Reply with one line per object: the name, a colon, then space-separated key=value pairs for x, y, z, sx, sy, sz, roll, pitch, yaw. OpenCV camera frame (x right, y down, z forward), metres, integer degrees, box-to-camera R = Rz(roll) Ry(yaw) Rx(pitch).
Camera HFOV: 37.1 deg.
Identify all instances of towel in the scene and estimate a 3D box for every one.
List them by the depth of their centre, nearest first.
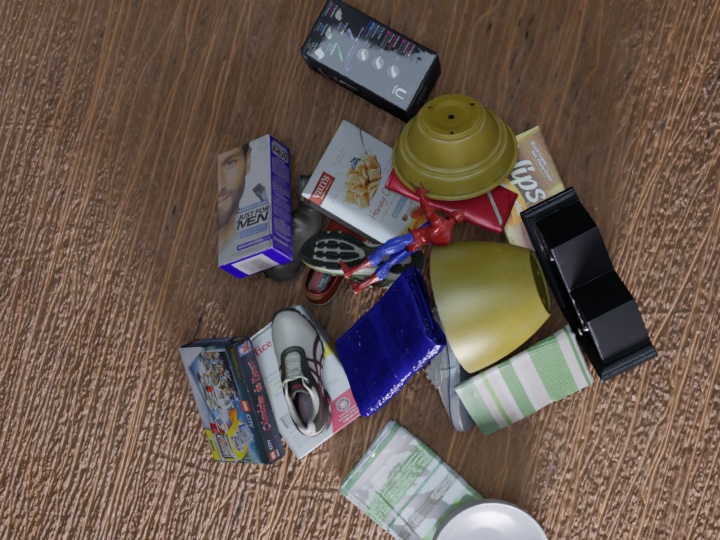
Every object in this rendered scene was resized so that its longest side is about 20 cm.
towel: x=0.039 y=0.108 z=1.614 sx=0.200 sy=0.049 sz=0.149 roll=-49 pitch=44 yaw=34
towel: x=0.254 y=0.173 z=1.656 sx=0.198 sy=0.153 sz=0.024 roll=-28 pitch=45 yaw=5
towel: x=0.082 y=0.358 z=1.717 sx=0.199 sy=0.031 sz=0.150 roll=39 pitch=94 yaw=7

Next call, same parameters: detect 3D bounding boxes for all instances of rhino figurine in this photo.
rhino figurine: x=-0.110 y=-0.073 z=1.744 sx=0.087 sy=0.060 sz=0.202 roll=31 pitch=91 yaw=11

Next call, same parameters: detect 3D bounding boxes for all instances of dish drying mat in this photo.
dish drying mat: x=0.142 y=-0.126 z=1.673 sx=0.198 sy=0.018 sz=0.078 roll=24 pitch=76 yaw=10

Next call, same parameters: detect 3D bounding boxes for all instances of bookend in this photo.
bookend: x=0.333 y=0.019 z=1.574 sx=0.091 sy=0.201 sz=0.200 roll=-26 pitch=122 yaw=5

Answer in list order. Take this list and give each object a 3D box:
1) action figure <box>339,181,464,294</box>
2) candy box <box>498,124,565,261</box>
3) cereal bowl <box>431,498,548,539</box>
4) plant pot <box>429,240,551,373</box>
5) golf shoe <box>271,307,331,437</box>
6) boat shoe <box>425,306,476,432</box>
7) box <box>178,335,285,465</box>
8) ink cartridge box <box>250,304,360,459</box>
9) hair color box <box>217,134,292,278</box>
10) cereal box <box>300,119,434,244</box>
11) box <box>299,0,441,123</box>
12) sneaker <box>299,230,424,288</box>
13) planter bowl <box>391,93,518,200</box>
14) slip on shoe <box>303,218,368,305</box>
action figure: x=0.060 y=-0.054 z=1.606 sx=0.198 sy=0.066 sz=0.100 roll=-27 pitch=44 yaw=3
candy box: x=0.267 y=-0.113 z=1.697 sx=0.114 sy=0.055 sz=0.203 roll=-22 pitch=85 yaw=6
cereal bowl: x=0.198 y=0.450 z=1.665 sx=0.196 sy=0.083 sz=0.204 roll=0 pitch=93 yaw=-1
plant pot: x=0.206 y=0.039 z=1.614 sx=0.140 sy=0.200 sz=0.203 roll=-17 pitch=86 yaw=19
golf shoe: x=-0.090 y=0.153 z=1.635 sx=0.076 sy=0.088 sz=0.203 roll=-17 pitch=84 yaw=6
boat shoe: x=0.138 y=0.155 z=1.706 sx=0.069 sy=0.071 sz=0.204 roll=-8 pitch=91 yaw=34
box: x=-0.204 y=0.207 z=1.698 sx=0.135 sy=0.038 sz=0.203 roll=-6 pitch=105 yaw=41
ink cartridge box: x=-0.093 y=0.175 z=1.720 sx=0.144 sy=0.083 sz=0.201 roll=-35 pitch=84 yaw=4
hair color box: x=-0.169 y=-0.102 z=1.702 sx=0.108 sy=0.065 sz=0.203 roll=-18 pitch=61 yaw=27
cereal box: x=0.021 y=-0.127 z=1.709 sx=0.198 sy=0.040 sz=0.145 roll=29 pitch=79 yaw=-3
box: x=0.018 y=-0.332 z=1.705 sx=0.198 sy=0.122 sz=0.107 roll=30 pitch=91 yaw=8
sneaker: x=0.000 y=0.000 z=1.678 sx=0.197 sy=0.089 sz=0.078 roll=11 pitch=53 yaw=7
planter bowl: x=0.141 y=-0.210 z=1.642 sx=0.197 sy=0.084 sz=0.203 roll=-5 pitch=50 yaw=6
slip on shoe: x=-0.036 y=-0.038 z=1.732 sx=0.073 sy=0.061 sz=0.202 roll=27 pitch=89 yaw=10
